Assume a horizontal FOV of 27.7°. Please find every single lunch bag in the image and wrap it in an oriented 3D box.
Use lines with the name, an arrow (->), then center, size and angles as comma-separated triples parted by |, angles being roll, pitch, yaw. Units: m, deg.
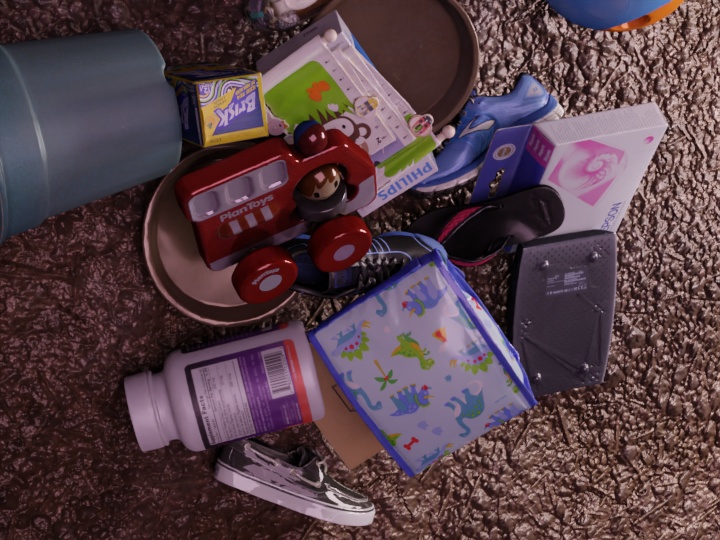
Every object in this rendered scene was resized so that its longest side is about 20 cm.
lunch bag -> 0.063, 0.091, 1.559 | 0.170, 0.128, 0.200 | -33, 120, 10

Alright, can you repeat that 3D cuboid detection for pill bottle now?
pill bottle -> -0.145, 0.129, 1.558 | 0.199, 0.111, 0.112 | -14, 106, -4

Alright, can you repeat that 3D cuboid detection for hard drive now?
hard drive -> 0.232, 0.049, 1.714 | 0.134, 0.042, 0.201 | -10, 118, -19

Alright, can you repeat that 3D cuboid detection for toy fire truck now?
toy fire truck -> -0.077, -0.071, 1.436 | 0.199, 0.112, 0.168 | -23, 151, -10

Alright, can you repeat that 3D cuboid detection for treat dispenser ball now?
treat dispenser ball -> 0.277, -0.360, 1.580 | 0.200, 0.201, 0.202 | -4, 102, -20

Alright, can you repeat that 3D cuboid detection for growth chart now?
growth chart -> -0.019, -0.155, 1.508 | 0.145, 0.018, 0.200 | -42, 120, 18

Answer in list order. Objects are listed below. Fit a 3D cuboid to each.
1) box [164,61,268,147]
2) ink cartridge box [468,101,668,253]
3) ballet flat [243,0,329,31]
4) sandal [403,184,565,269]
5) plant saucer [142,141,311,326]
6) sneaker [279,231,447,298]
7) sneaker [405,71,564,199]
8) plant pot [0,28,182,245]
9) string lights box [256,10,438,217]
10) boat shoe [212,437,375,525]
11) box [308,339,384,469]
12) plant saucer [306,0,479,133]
box -> -0.155, -0.168, 1.452 | 0.070, 0.200, 0.065 | -12, 104, -19
ink cartridge box -> 0.224, -0.097, 1.637 | 0.199, 0.043, 0.197 | -13, 148, -19
ballet flat -> -0.028, -0.311, 1.544 | 0.200, 0.072, 0.072 | -32, 110, -13
sandal -> 0.127, -0.040, 1.597 | 0.199, 0.045, 0.075 | -20, 108, 16
plant saucer -> -0.139, -0.040, 1.570 | 0.199, 0.029, 0.201 | -5, 103, -21
sneaker -> 0.000, 0.000, 1.547 | 0.199, 0.078, 0.071 | 0, 111, -8
sneaker -> 0.126, -0.152, 1.642 | 0.199, 0.079, 0.089 | -34, 89, -5
plant pot -> -0.291, -0.144, 1.421 | 0.195, 0.200, 0.201 | -18, 107, -25
string lights box -> -0.012, -0.164, 1.550 | 0.102, 0.059, 0.200 | -31, 123, 11
boat shoe -> -0.065, 0.233, 1.641 | 0.199, 0.071, 0.064 | 22, 94, -22
box -> 0.026, 0.112, 1.644 | 0.199, 0.021, 0.164 | -32, 111, 8
plant saucer -> 0.029, -0.225, 1.570 | 0.199, 0.030, 0.201 | -5, 123, -7
